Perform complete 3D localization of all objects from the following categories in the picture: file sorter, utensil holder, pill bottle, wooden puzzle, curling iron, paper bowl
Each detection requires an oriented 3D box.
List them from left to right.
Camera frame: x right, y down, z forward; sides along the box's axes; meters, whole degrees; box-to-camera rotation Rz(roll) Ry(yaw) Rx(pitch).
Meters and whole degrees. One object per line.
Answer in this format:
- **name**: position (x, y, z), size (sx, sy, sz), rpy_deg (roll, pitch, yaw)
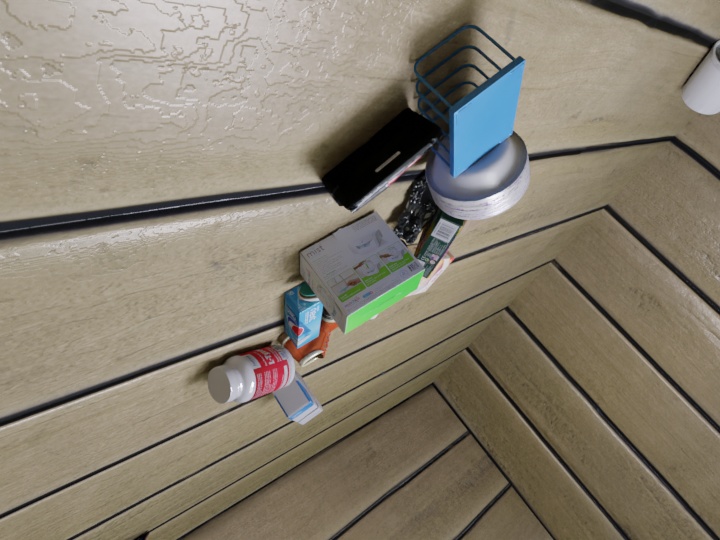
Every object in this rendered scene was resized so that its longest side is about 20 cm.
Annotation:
- **pill bottle**: position (-0.263, 0.252, 1.296), size (0.200, 0.112, 0.112), rpy_deg (-9, 144, -54)
- **curling iron**: position (0.059, -0.178, 1.063), size (0.200, 0.026, 0.050), rpy_deg (-41, 175, 9)
- **file sorter**: position (0.175, -0.285, 0.912), size (0.139, 0.123, 0.200), rpy_deg (-38, 160, -4)
- **paper bowl**: position (0.225, -0.207, 1.050), size (0.200, 0.201, 0.104), rpy_deg (-37, 141, -5)
- **wooden puzzle**: position (0.372, -0.191, 1.568), size (0.185, 0.037, 0.200), rpy_deg (-26, 160, -32)
- **utensil holder**: position (1.245, -0.669, 1.860), size (0.170, 0.170, 0.200), rpy_deg (-33, 161, -15)

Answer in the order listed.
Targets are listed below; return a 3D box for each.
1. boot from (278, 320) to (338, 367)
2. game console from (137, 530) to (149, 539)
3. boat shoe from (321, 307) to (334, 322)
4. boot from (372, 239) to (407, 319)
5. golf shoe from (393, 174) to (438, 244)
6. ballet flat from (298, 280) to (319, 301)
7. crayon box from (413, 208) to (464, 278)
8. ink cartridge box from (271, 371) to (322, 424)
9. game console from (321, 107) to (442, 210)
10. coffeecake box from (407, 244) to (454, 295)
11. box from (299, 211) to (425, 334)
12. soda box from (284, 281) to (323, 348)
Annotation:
- **boot**: position (-0.106, 0.179, 1.420), size (0.200, 0.107, 0.075), rpy_deg (-28, 155, -31)
- **game console**: position (-0.909, 1.048, 1.982), size (0.200, 0.119, 0.172), rpy_deg (-42, 128, 7)
- **boat shoe**: position (-0.020, 0.069, 1.401), size (0.200, 0.073, 0.065), rpy_deg (-28, 142, -30)
- **boot**: position (0.065, 0.022, 1.365), size (0.144, 0.072, 0.201), rpy_deg (-18, 125, -49)
- **golf shoe**: position (0.145, -0.157, 1.222), size (0.200, 0.078, 0.095), rpy_deg (-55, 176, 32)
- **ballet flat**: position (-0.052, 0.019, 1.207), size (0.200, 0.069, 0.070), rpy_deg (-39, 161, -26)
- **crayon box**: position (0.192, -0.107, 1.281), size (0.200, 0.058, 0.173), rpy_deg (116, -3, -50)
- **ink cartridge box**: position (-0.198, 0.370, 1.601), size (0.084, 0.145, 0.200), rpy_deg (-35, 158, -7)
- **game console**: position (0.045, -0.174, 0.944), size (0.200, 0.176, 0.116), rpy_deg (-40, 131, 1)
- **coffeecake box**: position (0.158, 0.000, 1.538), size (0.200, 0.073, 0.154), rpy_deg (-11, 145, -53)
- **box**: position (0.000, 0.000, 1.128), size (0.200, 0.177, 0.097), rpy_deg (-31, 158, -21)
- **soda box**: position (-0.138, 0.109, 1.281), size (0.068, 0.064, 0.200), rpy_deg (-30, 157, -23)
